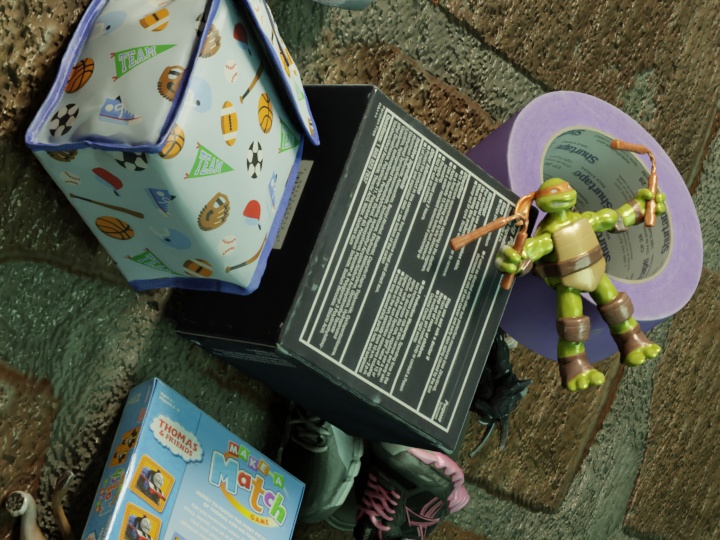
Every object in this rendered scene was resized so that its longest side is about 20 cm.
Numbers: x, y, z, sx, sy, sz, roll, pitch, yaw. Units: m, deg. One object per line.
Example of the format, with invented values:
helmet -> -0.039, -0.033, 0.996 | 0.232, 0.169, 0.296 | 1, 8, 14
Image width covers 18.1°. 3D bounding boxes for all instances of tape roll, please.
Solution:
tape roll -> 0.169, -0.034, 1.784 | 0.199, 0.201, 0.085 | -30, 174, -46

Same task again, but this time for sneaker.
sneaker -> -0.045, 0.087, 1.733 | 0.115, 0.075, 0.202 | 25, 76, -53
sneaker -> 0.030, 0.179, 1.801 | 0.095, 0.079, 0.200 | -45, 158, -8

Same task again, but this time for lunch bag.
lunch bag -> -0.106, -0.112, 1.475 | 0.170, 0.123, 0.201 | 62, 39, -50

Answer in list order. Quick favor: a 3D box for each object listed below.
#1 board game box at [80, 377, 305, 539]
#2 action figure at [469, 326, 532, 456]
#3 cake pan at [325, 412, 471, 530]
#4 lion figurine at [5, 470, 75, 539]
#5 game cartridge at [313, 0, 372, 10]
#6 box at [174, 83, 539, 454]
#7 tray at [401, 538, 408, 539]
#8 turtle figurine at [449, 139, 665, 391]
board game box -> -0.122, 0.198, 1.571 | 0.151, 0.036, 0.201 | 38, 48, -27
action figure -> 0.108, 0.043, 1.828 | 0.101, 0.119, 0.202 | -7, 84, -34
cake pan -> 0.032, 0.129, 1.894 | 0.200, 0.037, 0.202 | -33, 133, -44
lion figurine -> -0.220, 0.245, 1.548 | 0.201, 0.072, 0.123 | -65, 156, -15
game cartridge -> 0.007, -0.281, 1.572 | 0.133, 0.040, 0.202 | -56, 158, -83
box -> 0.000, 0.000, 1.629 | 0.198, 0.123, 0.201 | 33, 71, -39
tray -> -0.020, 0.304, 1.782 | 0.201, 0.022, 0.107 | -66, 168, 8
turtle figurine -> 0.150, 0.002, 1.651 | 0.199, 0.064, 0.163 | -24, 101, -34
